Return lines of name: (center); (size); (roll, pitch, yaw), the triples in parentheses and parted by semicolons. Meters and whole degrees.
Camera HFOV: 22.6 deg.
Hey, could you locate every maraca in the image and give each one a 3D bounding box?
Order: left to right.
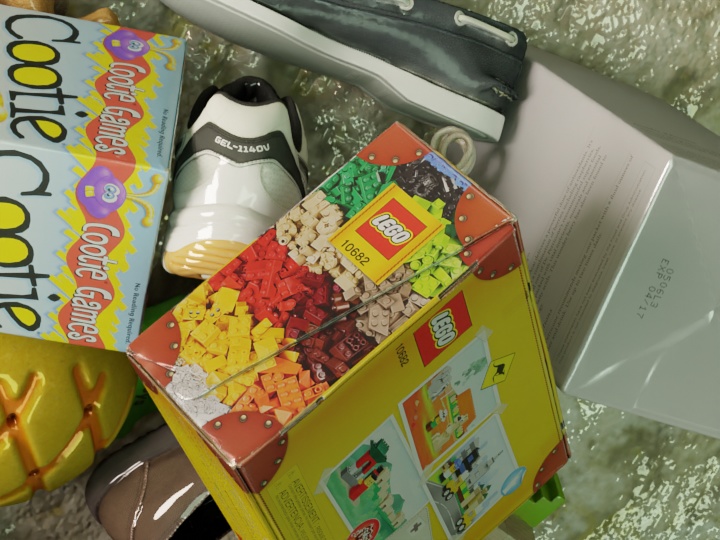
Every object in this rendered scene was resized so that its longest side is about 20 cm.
maraca: (-0.158, 0.055, 0.877); (0.199, 0.107, 0.137); (-5, 146, -41)

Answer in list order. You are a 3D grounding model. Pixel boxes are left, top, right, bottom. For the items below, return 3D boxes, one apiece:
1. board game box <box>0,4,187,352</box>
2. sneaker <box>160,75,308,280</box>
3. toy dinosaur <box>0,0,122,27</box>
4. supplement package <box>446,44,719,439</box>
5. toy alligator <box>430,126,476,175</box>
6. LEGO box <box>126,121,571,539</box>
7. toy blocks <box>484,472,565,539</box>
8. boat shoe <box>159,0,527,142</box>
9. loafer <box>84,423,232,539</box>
board game box: (-0.183, -0.049, 0.774); (0.198, 0.103, 0.105); (9, 128, -8)
sneaker: (-0.049, -0.044, 0.829); (0.075, 0.200, 0.089); (8, 94, -6)
toy dinosaur: (-0.149, -0.124, 0.821); (0.106, 0.060, 0.200); (39, 96, -30)
supplement package: (0.128, -0.021, 0.897); (0.119, 0.200, 0.122); (16, 106, -27)
toy alligator: (0.000, 0.000, 0.929); (0.200, 0.059, 0.054); (-45, 162, 23)
LEGO box: (0.004, 0.060, 0.776); (0.149, 0.077, 0.201); (-40, 146, -14)
toy blocks: (-0.004, 0.152, 0.989); (0.136, 0.100, 0.200); (37, 112, -23)
boat shoe: (-0.012, -0.125, 0.872); (0.199, 0.076, 0.061); (22, 85, -23)
loafer: (-0.038, 0.092, 0.892); (0.199, 0.071, 0.073); (-33, 148, 7)
